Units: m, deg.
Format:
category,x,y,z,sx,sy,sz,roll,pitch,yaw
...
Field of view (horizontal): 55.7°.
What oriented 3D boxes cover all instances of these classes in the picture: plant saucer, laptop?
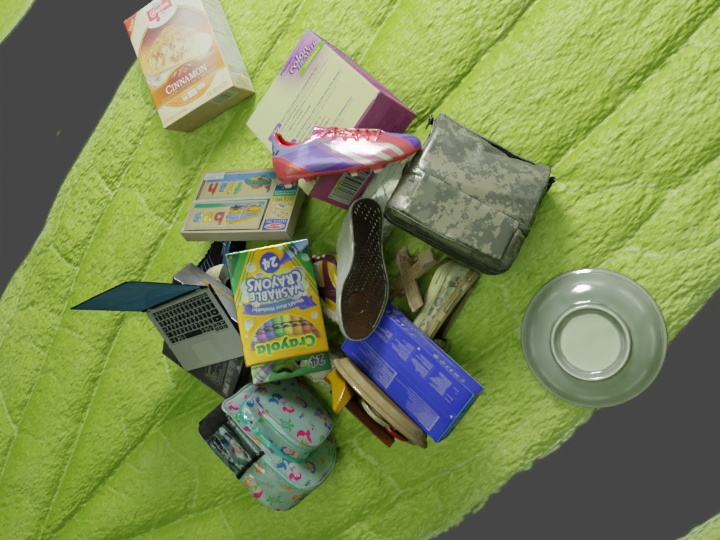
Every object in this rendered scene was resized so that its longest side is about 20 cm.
category,x,y,z,sx,sy,sz,roll,pitch,yaw
plant saucer,0.323,0.098,0.955,0.199,0.050,0.202,2,95,21
laptop,-0.305,0.092,1.049,0.187,0.116,0.201,-18,108,41

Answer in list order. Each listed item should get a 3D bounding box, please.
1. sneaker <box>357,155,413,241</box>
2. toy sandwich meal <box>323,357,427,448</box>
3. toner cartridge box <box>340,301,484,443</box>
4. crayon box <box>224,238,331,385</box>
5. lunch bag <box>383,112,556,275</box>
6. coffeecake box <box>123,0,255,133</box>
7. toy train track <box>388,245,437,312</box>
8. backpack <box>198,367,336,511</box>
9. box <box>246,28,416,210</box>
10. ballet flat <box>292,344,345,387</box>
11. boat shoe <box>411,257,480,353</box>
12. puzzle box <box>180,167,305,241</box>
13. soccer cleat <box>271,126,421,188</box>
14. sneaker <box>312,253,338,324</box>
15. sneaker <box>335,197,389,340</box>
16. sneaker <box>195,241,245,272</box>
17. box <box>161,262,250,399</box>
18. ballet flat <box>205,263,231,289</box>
category,x,y,z,sx,sy,sz,roll,pitch,yaw
sneaker,0.037,-0.093,1.039,0.099,0.075,0.202,14,99,21
toy sandwich meal,0.014,0.206,1.002,0.205,0.205,0.070,42,89,14
toner cartridge box,0.071,0.140,0.980,0.200,0.043,0.095,43,114,23
crayon box,-0.120,0.063,1.016,0.125,0.052,0.202,-11,89,-4
lunch bag,0.152,-0.106,0.946,0.199,0.139,0.169,28,88,1
coffeecake box,-0.289,-0.360,1.149,0.153,0.073,0.201,-24,85,23
toy train track,0.037,0.032,1.048,0.200,0.032,0.115,-43,43,32
backpack,-0.131,0.267,1.083,0.150,0.177,0.200,-40,86,23
box,-0.049,-0.224,1.017,0.176,0.096,0.200,-53,54,17
ballet flat,-0.098,0.135,1.118,0.199,0.064,0.076,33,106,16
boat shoe,0.116,0.083,1.023,0.062,0.073,0.201,23,102,21
puzzle box,-0.188,-0.109,1.115,0.199,0.025,0.134,0,58,21
soccer cleat,-0.021,-0.162,0.897,0.198,0.067,0.077,-11,104,9
sneaker,-0.065,0.001,1.084,0.199,0.075,0.090,35,104,21
sneaker,0.000,0.000,0.985,0.072,0.085,0.202,7,86,-13
sneaker,-0.251,-0.003,1.165,0.077,0.070,0.201,16,101,12
box,-0.247,0.107,1.133,0.158,0.048,0.201,33,132,12
ballet flat,-0.164,0.041,1.091,0.199,0.057,0.067,22,121,12
